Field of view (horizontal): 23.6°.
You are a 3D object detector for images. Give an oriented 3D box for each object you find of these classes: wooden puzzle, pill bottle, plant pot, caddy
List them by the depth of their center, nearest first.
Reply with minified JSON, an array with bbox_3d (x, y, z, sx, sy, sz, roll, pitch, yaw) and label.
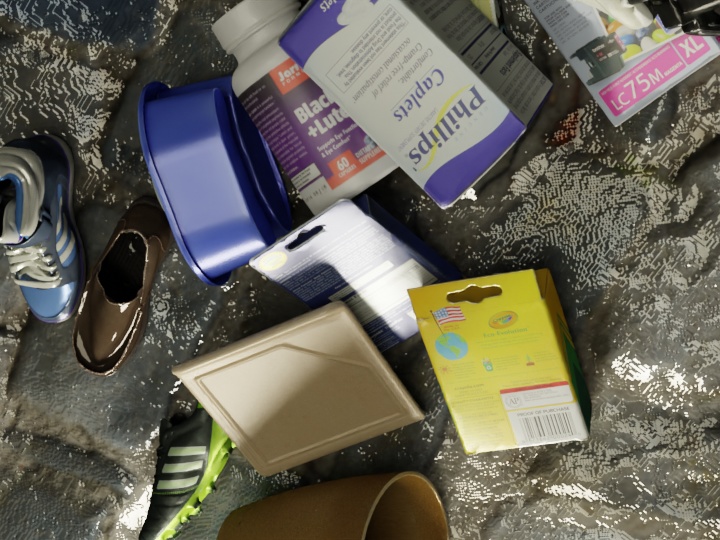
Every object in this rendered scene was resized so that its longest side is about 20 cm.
[{"bbox_3d":[-0.048,-0.160,1.577,0.111,0.111,0.201,-32,93,23],"label":"pill bottle"},{"bbox_3d":[-0.145,-0.087,1.617,0.104,0.141,0.202,-17,102,15],"label":"caddy"},{"bbox_3d":[-0.058,0.113,1.665,0.183,0.037,0.200,-21,134,17],"label":"wooden puzzle"},{"bbox_3d":[-0.038,0.287,1.705,0.198,0.186,0.188,0,108,32],"label":"plant pot"}]

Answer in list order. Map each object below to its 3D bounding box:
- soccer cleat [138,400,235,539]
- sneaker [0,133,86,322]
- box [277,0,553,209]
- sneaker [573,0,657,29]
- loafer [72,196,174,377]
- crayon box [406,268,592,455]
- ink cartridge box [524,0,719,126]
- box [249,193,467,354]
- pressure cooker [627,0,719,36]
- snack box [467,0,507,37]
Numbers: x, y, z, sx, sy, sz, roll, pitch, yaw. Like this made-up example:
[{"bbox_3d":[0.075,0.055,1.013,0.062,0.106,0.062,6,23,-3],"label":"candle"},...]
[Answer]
[{"bbox_3d":[-0.181,0.198,1.767,0.081,0.067,0.201,36,107,11],"label":"soccer cleat"},{"bbox_3d":[-0.331,-0.028,1.685,0.080,0.146,0.202,6,108,14],"label":"sneaker"},{"bbox_3d":[0.052,-0.174,1.466,0.200,0.184,0.105,44,112,-2],"label":"box"},{"bbox_3d":[0.167,-0.269,1.470,0.200,0.075,0.081,40,128,2],"label":"sneaker"},{"bbox_3d":[-0.247,0.021,1.718,0.072,0.071,0.202,24,113,7],"label":"loafer"},{"bbox_3d":[0.132,0.075,1.608,0.126,0.051,0.201,-9,124,18],"label":"crayon box"},{"bbox_3d":[0.215,-0.242,1.518,0.119,0.042,0.201,-35,94,23],"label":"ink cartridge box"},{"bbox_3d":[0.000,0.000,1.602,0.121,0.033,0.200,-31,136,22],"label":"box"},{"bbox_3d":[0.297,-0.297,1.404,0.175,0.179,0.202,-21,100,33],"label":"pressure cooker"},{"bbox_3d":[0.066,-0.249,1.558,0.115,0.037,0.202,-7,106,17],"label":"snack box"}]
